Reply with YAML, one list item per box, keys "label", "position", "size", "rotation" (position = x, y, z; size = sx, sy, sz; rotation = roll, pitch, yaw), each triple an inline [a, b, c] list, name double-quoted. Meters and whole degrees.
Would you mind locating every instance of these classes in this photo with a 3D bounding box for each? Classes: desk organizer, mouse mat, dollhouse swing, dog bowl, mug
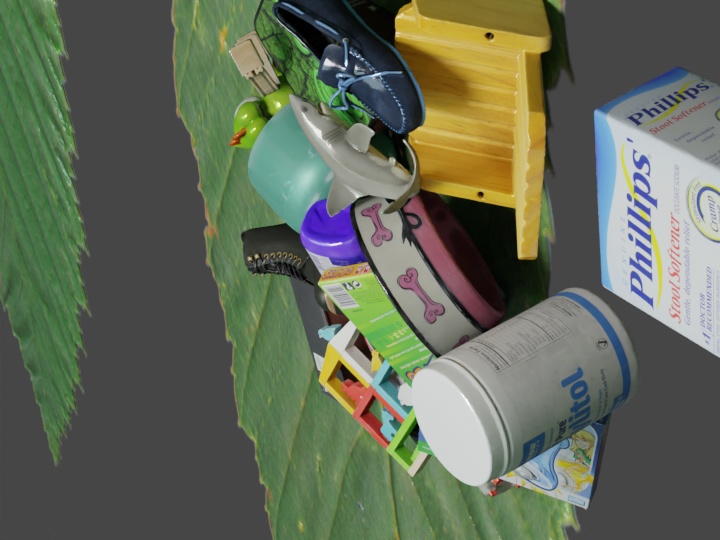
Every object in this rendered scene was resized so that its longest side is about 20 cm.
- label: "desk organizer"
  position: [-0.023, 0.064, 2.092]
  size: [0.072, 0.077, 0.201]
  rotation: [23, 134, 55]
- label: "mouse mat"
  position: [-0.047, -0.218, 1.720]
  size: [0.201, 0.008, 0.161]
  rotation: [57, 153, 13]
- label: "dollhouse swing"
  position: [0.098, -0.130, 1.537]
  size: [0.181, 0.176, 0.201]
  rotation: [12, 135, 13]
- label: "dog bowl"
  position: [0.074, -0.004, 1.690]
  size: [0.200, 0.074, 0.200]
  rotation: [52, -167, -18]
- label: "mug"
  position: [-0.023, -0.110, 1.868]
  size: [0.114, 0.184, 0.152]
  rotation: [46, 118, 31]

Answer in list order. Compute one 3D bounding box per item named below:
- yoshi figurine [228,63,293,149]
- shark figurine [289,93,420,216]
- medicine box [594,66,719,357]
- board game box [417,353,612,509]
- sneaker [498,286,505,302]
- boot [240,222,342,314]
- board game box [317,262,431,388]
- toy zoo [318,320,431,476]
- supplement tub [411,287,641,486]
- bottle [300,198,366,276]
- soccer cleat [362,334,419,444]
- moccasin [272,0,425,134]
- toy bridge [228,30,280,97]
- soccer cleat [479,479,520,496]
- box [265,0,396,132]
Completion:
- label: "yoshi figurine"
  position: [-0.088, -0.182, 1.927]
  size: [0.112, 0.113, 0.200]
  rotation: [19, -174, 4]
- label: "shark figurine"
  position: [0.004, -0.086, 1.631]
  size: [0.214, 0.090, 0.128]
  rotation: [37, 173, 48]
- label: "medicine box"
  position: [0.295, -0.040, 1.356]
  size: [0.200, 0.103, 0.183]
  rotation: [34, 142, 45]
- label: "board game box"
  position: [0.162, 0.168, 1.770]
  size: [0.199, 0.035, 0.136]
  rotation: [17, 134, 16]
- label: "sneaker"
  position: [0.087, 0.040, 1.873]
  size: [0.140, 0.077, 0.201]
  rotation: [52, 143, 26]
- label: "boot"
  position: [-0.078, 0.000, 1.964]
  size: [0.200, 0.137, 0.078]
  rotation: [-88, -15, -63]
- label: "board game box"
  position: [0.048, 0.066, 1.787]
  size: [0.095, 0.030, 0.200]
  rotation: [-10, 130, 43]
- label: "toy zoo"
  position: [0.023, 0.138, 1.989]
  size: [0.200, 0.020, 0.131]
  rotation: [44, 135, 17]
- label: "supplement tub"
  position: [0.165, 0.112, 1.635]
  size: [0.132, 0.199, 0.132]
  rotation: [43, 149, 35]
- label: "bottle"
  position: [0.000, 0.000, 1.828]
  size: [0.083, 0.066, 0.200]
  rotation: [10, 152, 27]
- label: "soccer cleat"
  position: [0.059, 0.128, 2.030]
  size: [0.201, 0.068, 0.073]
  rotation: [63, 179, -8]
- label: "moccasin"
  position: [-0.015, -0.196, 1.595]
  size: [0.200, 0.068, 0.081]
  rotation: [48, 147, 31]
- label: "toy bridge"
  position: [-0.112, -0.225, 1.815]
  size: [0.067, 0.027, 0.200]
  rotation: [62, -176, -10]
- label: "soccer cleat"
  position: [0.165, 0.176, 1.864]
  size: [0.078, 0.069, 0.201]
  rotation: [56, 151, 36]
- label: "box"
  position: [-0.006, -0.228, 1.753]
  size: [0.200, 0.100, 0.075]
  rotation: [38, 145, 42]
